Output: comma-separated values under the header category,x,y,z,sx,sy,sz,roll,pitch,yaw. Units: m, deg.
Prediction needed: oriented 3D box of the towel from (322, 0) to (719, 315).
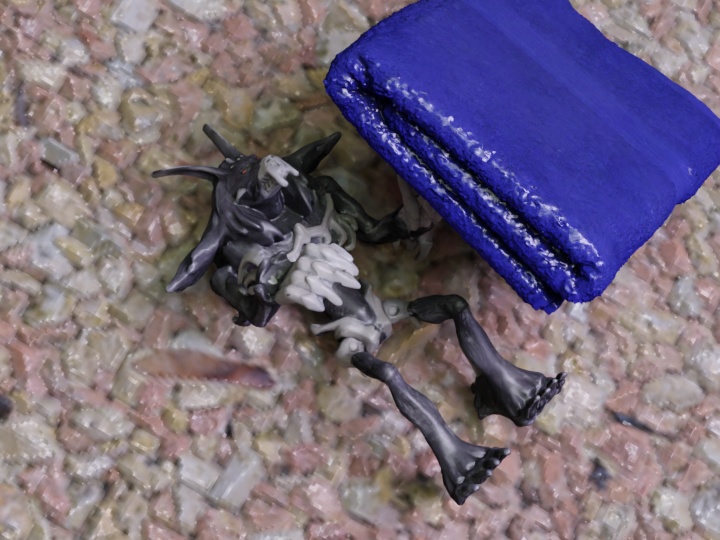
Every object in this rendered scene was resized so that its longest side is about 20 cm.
category,x,y,z,sx,sy,sz,roll,pitch,yaw
towel,0.075,-0.063,0.852,0.147,0.050,0.200,41,31,6

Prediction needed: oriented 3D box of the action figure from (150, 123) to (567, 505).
category,x,y,z,sx,sy,sz,roll,pitch,yaw
action figure,0.000,0.000,0.843,0.200,0.102,0.119,43,56,3
